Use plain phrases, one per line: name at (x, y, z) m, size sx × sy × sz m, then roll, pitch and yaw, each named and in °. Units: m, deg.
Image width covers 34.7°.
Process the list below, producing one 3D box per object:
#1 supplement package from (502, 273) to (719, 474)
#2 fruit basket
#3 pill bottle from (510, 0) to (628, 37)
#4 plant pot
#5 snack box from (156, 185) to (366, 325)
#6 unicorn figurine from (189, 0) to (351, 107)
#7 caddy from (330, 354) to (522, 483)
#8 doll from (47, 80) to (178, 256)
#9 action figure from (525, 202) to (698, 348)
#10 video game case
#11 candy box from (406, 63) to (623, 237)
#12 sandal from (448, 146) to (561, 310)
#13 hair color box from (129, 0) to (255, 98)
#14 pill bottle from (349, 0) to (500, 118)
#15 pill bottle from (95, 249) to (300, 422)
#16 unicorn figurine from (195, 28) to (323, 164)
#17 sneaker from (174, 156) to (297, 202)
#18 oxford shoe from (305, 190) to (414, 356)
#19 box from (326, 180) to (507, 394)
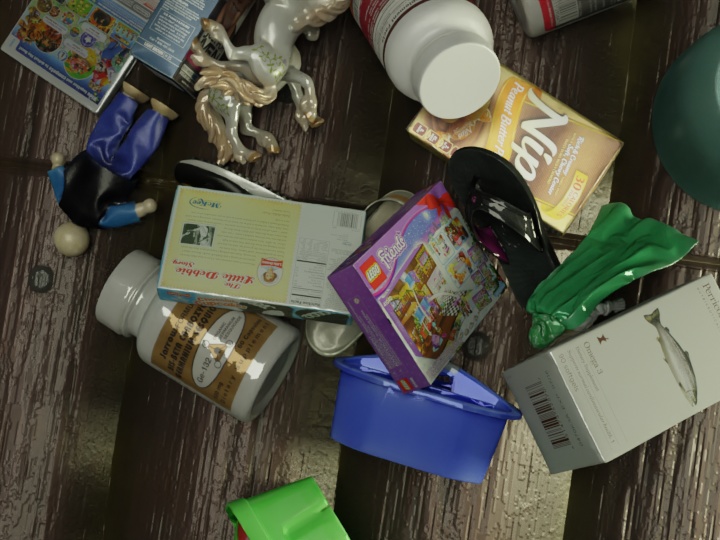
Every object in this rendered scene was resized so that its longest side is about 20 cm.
supplement package at (0.264, 0.102, 1.127) m, size 0.199 × 0.117 × 0.117 m, roll -23°, pitch 82°, yaw -21°
fruit basket at (-0.097, 0.335, 1.184) m, size 0.214 × 0.156 × 0.217 m, roll 2°, pitch 76°, yaw -7°
pill bottle at (0.251, -0.329, 1.200) m, size 0.199 × 0.111 × 0.111 m, roll -21°, pitch 83°, yaw 5°
plant pot at (0.400, -0.164, 1.143) m, size 0.199 × 0.161 × 0.202 m, roll -1°, pitch 86°, yaw 7°
snack box at (-0.099, -0.016, 1.178) m, size 0.199 × 0.037 × 0.117 m, roll 8°, pitch 68°, yaw 0°
unicorn figurine at (-0.088, -0.259, 1.182) m, size 0.137 × 0.074 × 0.201 m, roll 22°, pitch 94°, yaw -10°
caddy at (0.063, 0.138, 1.172) m, size 0.199 × 0.141 × 0.105 m, roll 16°, pitch 91°, yaw 8°
doll at (-0.280, -0.104, 1.282) m, size 0.136 × 0.048 × 0.201 m, roll 31°, pitch 90°, yaw 10°
action figure at (0.232, 0.013, 1.154) m, size 0.200 × 0.055 × 0.118 m, roll -37°, pitch 40°, yaw -28°
video game case at (-0.300, -0.298, 1.316) m, size 0.143 × 0.018 × 0.200 m, roll 34°, pitch 90°, yaw 8°
candy box at (0.163, -0.138, 1.224) m, size 0.200 × 0.055 × 0.116 m, roll 34°, pitch 92°, yaw 9°
sandal at (0.153, -0.038, 1.186) m, size 0.075 × 0.048 × 0.201 m, roll -25°, pitch 101°, yaw 37°
hair color box at (-0.163, -0.296, 1.257) m, size 0.060 × 0.100 × 0.201 m, roll 30°, pitch 90°, yaw 8°
pill bottle at (0.066, -0.244, 1.171) m, size 0.113 × 0.113 × 0.200 m, roll -29°, pitch 45°, yaw 4°
pill bottle at (-0.174, 0.064, 1.222) m, size 0.199 × 0.114 × 0.115 m, roll 30°, pitch 90°, yaw 9°
unicorn figurine at (-0.096, -0.207, 1.247) m, size 0.199 × 0.074 × 0.138 m, roll -29°, pitch 85°, yaw 3°
sneaker at (-0.125, -0.050, 1.246) m, size 0.199 × 0.070 × 0.090 m, roll 26°, pitch 86°, yaw 7°
oxford shoe at (0.000, 0.000, 1.234) m, size 0.075 × 0.058 × 0.201 m, roll 32°, pitch 91°, yaw 7°
box at (0.062, 0.012, 1.147) m, size 0.039 × 0.200 × 0.137 m, roll -25°, pitch 102°, yaw 39°
